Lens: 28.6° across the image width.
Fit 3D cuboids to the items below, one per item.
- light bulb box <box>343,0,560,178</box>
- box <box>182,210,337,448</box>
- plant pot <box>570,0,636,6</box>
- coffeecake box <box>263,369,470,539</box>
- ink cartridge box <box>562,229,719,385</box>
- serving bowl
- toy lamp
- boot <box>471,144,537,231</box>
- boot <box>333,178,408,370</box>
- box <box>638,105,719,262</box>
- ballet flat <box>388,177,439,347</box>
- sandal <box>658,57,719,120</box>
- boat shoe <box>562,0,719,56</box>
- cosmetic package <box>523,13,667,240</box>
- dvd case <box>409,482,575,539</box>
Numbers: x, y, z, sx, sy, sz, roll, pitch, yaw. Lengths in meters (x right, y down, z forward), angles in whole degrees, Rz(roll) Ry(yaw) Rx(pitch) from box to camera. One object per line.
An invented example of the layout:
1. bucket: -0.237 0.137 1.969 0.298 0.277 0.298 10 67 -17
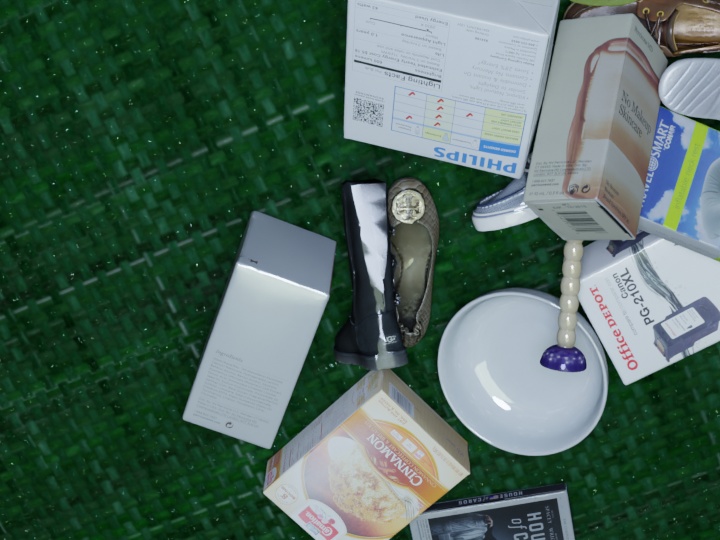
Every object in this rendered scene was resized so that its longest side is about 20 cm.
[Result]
1. light bulb box: 0.090 -0.219 1.394 0.196 0.126 0.201 14 144 7
2. box: -0.110 0.064 1.567 0.105 0.153 0.202 20 113 -6
3. plant pot: 0.239 -0.367 1.365 0.197 0.201 0.192 -5 126 4
4. coffeecake box: 0.007 0.234 1.679 0.200 0.073 0.153 -42 107 18
5. ink cartridge box: 0.344 0.014 1.564 0.198 0.085 0.146 -28 109 13
6. serving bowl: 0.190 0.106 1.608 0.197 0.066 0.203 9 115 20
7. toy lamp: 0.222 0.003 1.496 0.057 0.058 0.203 5 100 0
8. boot: 0.202 -0.118 1.528 0.198 0.073 0.091 -23 106 2
9. boot: 0.000 0.000 1.568 0.065 0.165 0.203 -12 95 -20
10. box: 0.348 -0.085 1.457 0.198 0.048 0.123 21 78 -5
11. ballet flat: 0.054 -0.005 1.588 0.066 0.046 0.203 2 114 1
12. sandal: 0.385 -0.195 1.474 0.204 0.059 0.080 7 114 -28
13. boat shoe: 0.309 -0.256 1.459 0.197 0.068 0.073 0 114 2
14. cosmetic package: 0.237 -0.141 1.411 0.086 0.203 0.103 0 159 36
15. dvd case: 0.167 0.345 1.748 0.197 0.025 0.152 -10 113 7
